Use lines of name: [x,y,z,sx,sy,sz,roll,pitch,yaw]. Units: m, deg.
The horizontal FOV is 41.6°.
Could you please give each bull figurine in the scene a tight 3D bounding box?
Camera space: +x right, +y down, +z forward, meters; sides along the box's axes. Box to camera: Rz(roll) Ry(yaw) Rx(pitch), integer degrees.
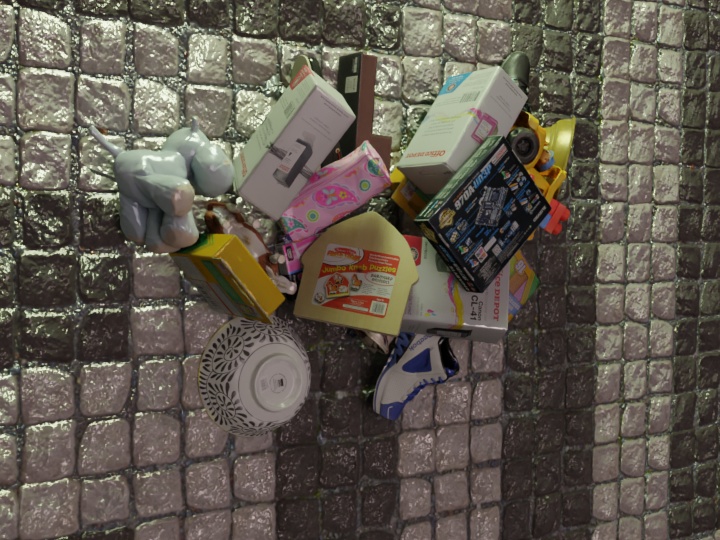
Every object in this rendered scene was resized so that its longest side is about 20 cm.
bull figurine: [-0.168,-0.025,1.474,0.065,0.121,0.200,-47,108,-18]

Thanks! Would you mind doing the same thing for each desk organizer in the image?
desk organizer: [0.007,-0.258,1.594,0.076,0.071,0.203,3,92,-34]

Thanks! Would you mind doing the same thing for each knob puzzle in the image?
knob puzzle: [0.000,0.000,1.530,0.221,0.218,0.031,-57,160,-16]

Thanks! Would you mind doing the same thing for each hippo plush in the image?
hippo plush: [-0.279,-0.131,1.404,0.199,0.160,0.161,36,47,14]

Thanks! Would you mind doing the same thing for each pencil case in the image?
pencil case: [0.064,0.048,1.647,0.077,0.089,0.201,34,73,0]
pencil case: [-0.050,-0.123,1.509,0.198,0.088,0.088,-29,111,5]

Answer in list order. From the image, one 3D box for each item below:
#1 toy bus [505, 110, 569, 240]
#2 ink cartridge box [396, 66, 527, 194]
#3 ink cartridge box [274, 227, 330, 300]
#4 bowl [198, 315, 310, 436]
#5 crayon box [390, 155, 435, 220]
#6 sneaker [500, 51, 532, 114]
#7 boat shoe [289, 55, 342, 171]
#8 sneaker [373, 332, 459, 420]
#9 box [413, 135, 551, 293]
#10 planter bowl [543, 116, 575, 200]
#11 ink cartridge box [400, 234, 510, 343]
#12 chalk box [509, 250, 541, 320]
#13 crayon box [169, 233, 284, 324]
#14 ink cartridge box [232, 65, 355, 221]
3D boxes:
toy bus: [0.288,-0.153,1.641,0.190,0.136,0.202,25,97,-17]
ink cartridge box: [0.169,-0.231,1.594,0.084,0.144,0.201,40,73,-27]
ink cartridge box: [-0.045,-0.022,1.599,0.198,0.037,0.096,-19,103,-32]
bowl: [-0.150,0.172,1.510,0.199,0.094,0.204,-2,93,-33]
crayon box: [0.131,-0.171,1.689,0.126,0.051,0.201,41,71,-27]
sneaker: [0.293,-0.311,1.767,0.075,0.079,0.203,15,84,-31]
boat shoe: [-0.071,-0.249,1.544,0.063,0.073,0.204,-16,107,-30]
sneaker: [0.103,0.177,1.623,0.080,0.114,0.202,-10,123,-63]
box: [0.199,-0.090,1.510,0.200,0.046,0.159,-48,115,-18]
planter bowl: [0.336,-0.198,1.772,0.082,0.200,0.203,14,85,5]
ink cartridge box: [0.143,0.030,1.571,0.197,0.086,0.150,6,72,-3]
chalk box: [0.204,0.043,1.708,0.200,0.124,0.124,-46,115,-20]
crayon box: [-0.192,0.009,1.399,0.052,0.199,0.126,-46,115,-21]
ink cartridge box: [-0.106,-0.194,1.436,0.084,0.146,0.200,35,103,-22]
